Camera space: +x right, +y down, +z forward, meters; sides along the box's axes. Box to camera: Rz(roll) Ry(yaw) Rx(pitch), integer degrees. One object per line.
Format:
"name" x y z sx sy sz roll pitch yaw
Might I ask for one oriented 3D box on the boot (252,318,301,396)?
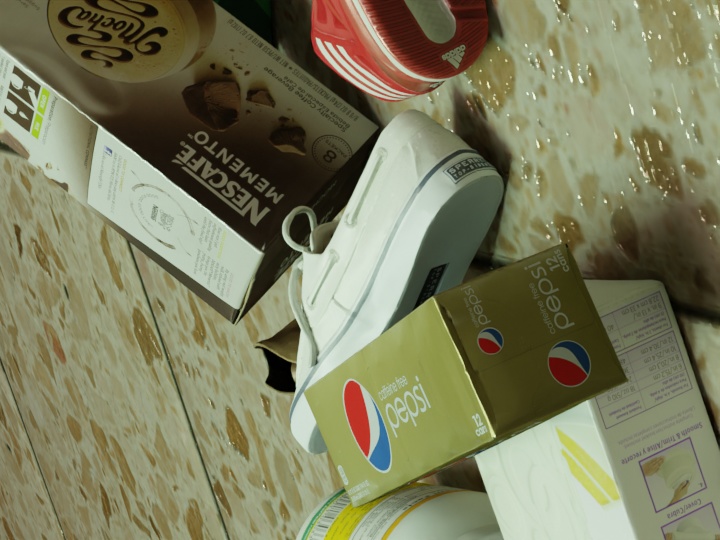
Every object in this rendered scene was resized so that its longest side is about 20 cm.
"boot" 0.005 0.056 1.197 0.200 0.075 0.074 9 115 64

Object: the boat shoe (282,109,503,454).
"boat shoe" -0.003 0.000 1.090 0.086 0.074 0.203 47 134 26

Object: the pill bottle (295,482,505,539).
"pill bottle" 0.043 0.174 1.168 0.200 0.112 0.113 -6 106 69

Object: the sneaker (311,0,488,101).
"sneaker" -0.020 -0.167 1.021 0.201 0.078 0.115 67 158 4

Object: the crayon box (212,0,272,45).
"crayon box" -0.121 -0.210 1.256 0.200 0.058 0.173 51 153 35

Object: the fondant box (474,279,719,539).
"fondant box" 0.114 0.106 0.998 0.144 0.058 0.201 0 112 68

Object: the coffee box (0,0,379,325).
"coffee box" -0.105 -0.082 1.160 0.200 0.113 0.080 38 146 7

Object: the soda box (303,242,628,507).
"soda box" 0.040 0.051 0.947 0.064 0.067 0.200 66 159 7
